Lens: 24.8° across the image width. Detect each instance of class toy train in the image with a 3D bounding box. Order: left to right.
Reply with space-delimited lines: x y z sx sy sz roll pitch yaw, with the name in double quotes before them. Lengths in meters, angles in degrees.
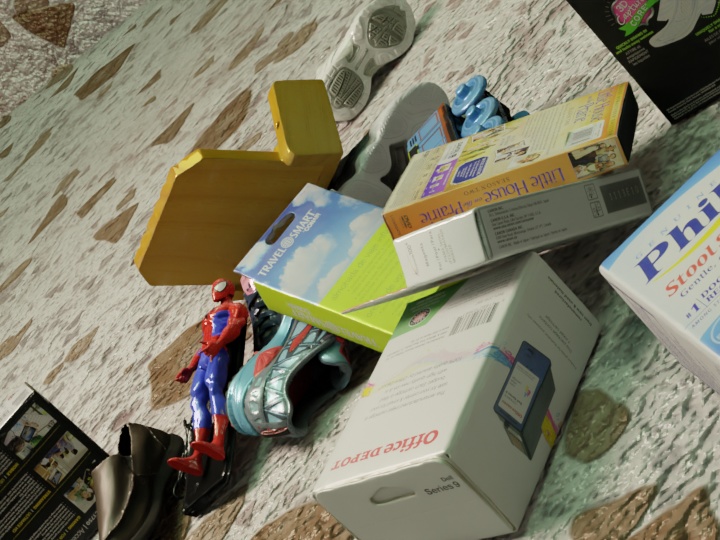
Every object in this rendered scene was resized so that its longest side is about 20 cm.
"toy train" 0.107 -0.099 1.505 0.114 0.087 0.200 -48 21 18

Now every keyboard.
"keyboard" -0.130 0.143 1.540 0.104 0.040 0.200 -42 31 38

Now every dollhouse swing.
"dollhouse swing" -0.140 -0.091 1.693 0.182 0.175 0.200 -105 33 -46

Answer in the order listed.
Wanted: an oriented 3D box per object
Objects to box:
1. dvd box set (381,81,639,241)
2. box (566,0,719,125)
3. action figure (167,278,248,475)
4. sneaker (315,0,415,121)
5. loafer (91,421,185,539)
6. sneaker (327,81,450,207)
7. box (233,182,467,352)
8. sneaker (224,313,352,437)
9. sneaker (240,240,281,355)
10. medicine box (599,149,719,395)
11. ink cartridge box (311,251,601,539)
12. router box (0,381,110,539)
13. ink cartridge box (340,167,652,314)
"dvd box set" 0.125 -0.090 1.327 0.200 0.029 0.146 -18 18 19
"box" 0.251 -0.254 1.351 0.124 0.200 0.149 -31 25 32
"action figure" -0.139 0.089 1.515 0.065 0.052 0.200 -43 28 44
"sneaker" -0.010 -0.265 2.040 0.200 0.078 0.099 -53 19 -23
"loafer" -0.224 0.214 1.525 0.073 0.071 0.200 -55 10 28
"sneaker" 0.009 -0.117 1.719 0.114 0.075 0.200 -1 50 58
"box" 0.000 0.000 1.437 0.200 0.048 0.122 20 60 37
"sneaker" -0.031 0.074 1.473 0.095 0.079 0.200 12 61 45
"sneaker" -0.091 0.043 1.598 0.070 0.082 0.200 -36 23 19
"medicine box" 0.270 -0.004 0.986 0.182 0.103 0.200 -44 22 2
"ink cartridge box" 0.070 0.100 1.185 0.145 0.088 0.200 -24 27 44
"router box" -0.342 0.235 1.616 0.200 0.149 0.051 -48 22 -10
"ink cartridge box" 0.102 -0.023 1.277 0.200 0.044 0.173 -15 -3 -42
